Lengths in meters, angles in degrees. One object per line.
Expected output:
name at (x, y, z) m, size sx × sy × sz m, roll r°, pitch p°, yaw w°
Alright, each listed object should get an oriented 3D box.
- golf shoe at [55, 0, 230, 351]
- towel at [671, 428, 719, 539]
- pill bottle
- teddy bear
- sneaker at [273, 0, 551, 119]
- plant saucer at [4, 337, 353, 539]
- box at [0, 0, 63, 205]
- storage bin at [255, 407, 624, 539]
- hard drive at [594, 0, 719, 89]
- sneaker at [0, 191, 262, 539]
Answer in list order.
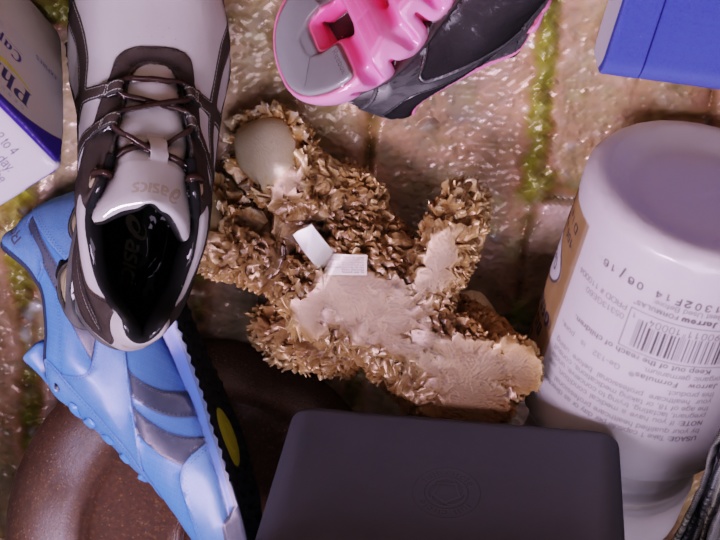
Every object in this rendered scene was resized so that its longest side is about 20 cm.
golf shoe at (-0.090, -0.060, 1.168) m, size 0.078 × 0.094 × 0.200 m, roll 0°, pitch 101°, yaw -14°
towel at (0.213, 0.050, 1.265) m, size 0.035 × 0.200 × 0.193 m, roll 29°, pitch 129°, yaw 16°
pill bottle at (0.139, 0.037, 1.286) m, size 0.114 × 0.114 × 0.200 m, roll 7°, pitch 128°, yaw -11°
teddy bear at (0.000, 0.000, 1.271) m, size 0.200 × 0.067 × 0.145 m, roll 23°, pitch 115°, yaw -3°
sneaker at (0.059, -0.133, 1.181) m, size 0.200 × 0.079 × 0.095 m, roll -33°, pitch 147°, yaw 21°
plant saucer at (-0.075, 0.133, 1.314) m, size 0.200 × 0.037 × 0.201 m, roll 1°, pitch 87°, yaw -13°
box at (-0.261, -0.086, 1.155) m, size 0.200 × 0.105 × 0.184 m, roll -30°, pitch 125°, yaw 19°
storage bin at (0.039, 0.149, 1.236) m, size 0.200 × 0.134 × 0.146 m, roll 5°, pitch 134°, yaw 6°
hard drive at (0.220, -0.135, 1.211) m, size 0.200 × 0.025 × 0.132 m, roll 7°, pitch 128°, yaw -11°
sneaker at (-0.109, 0.058, 1.266) m, size 0.078 × 0.066 × 0.200 m, roll -23°, pitch 92°, yaw 6°
